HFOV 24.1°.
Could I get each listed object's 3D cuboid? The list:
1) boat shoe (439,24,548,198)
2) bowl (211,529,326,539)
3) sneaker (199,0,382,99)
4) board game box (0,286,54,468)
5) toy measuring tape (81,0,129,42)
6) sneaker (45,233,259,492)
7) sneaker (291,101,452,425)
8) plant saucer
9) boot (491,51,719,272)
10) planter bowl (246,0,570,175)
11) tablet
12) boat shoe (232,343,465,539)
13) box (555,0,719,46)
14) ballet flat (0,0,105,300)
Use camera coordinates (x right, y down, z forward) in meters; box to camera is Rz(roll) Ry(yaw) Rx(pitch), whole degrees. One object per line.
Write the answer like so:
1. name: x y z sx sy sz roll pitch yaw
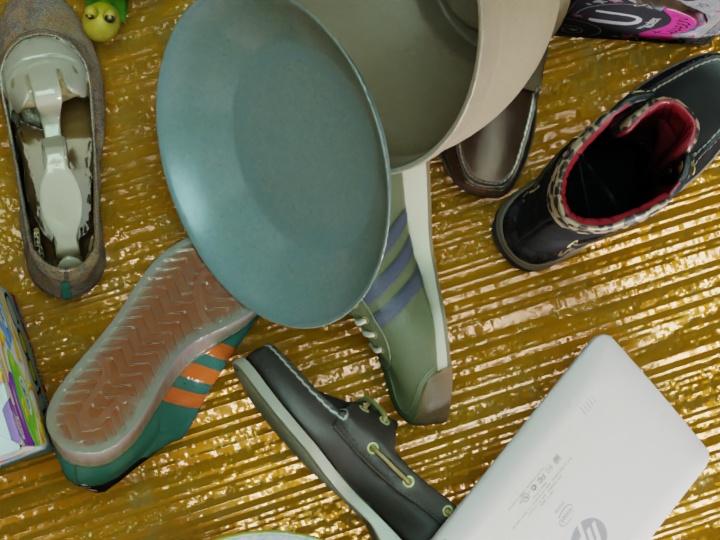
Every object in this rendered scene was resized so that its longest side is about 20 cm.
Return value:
1. boat shoe: 0.086 -0.148 1.074 0.075 0.072 0.202 4 84 -5
2. bowl: -0.059 0.252 1.001 0.198 0.108 0.202 1 84 -6
3. sneaker: -0.082 -0.160 1.056 0.111 0.077 0.201 -38 95 -17
4. board game box: -0.242 0.068 0.955 0.104 0.200 0.104 -18 86 -6
5. toy measuring tape: -0.151 -0.245 1.063 0.073 0.074 0.202 8 84 -5
6. sneaker: -0.119 0.053 1.042 0.071 0.080 0.200 34 62 16
7. sneaker: 0.000 0.000 1.042 0.089 0.067 0.202 -7 93 -16
8. plant saucer: -0.042 -0.068 0.972 0.039 0.201 0.202 -21 85 -40
9. boot: 0.176 -0.076 1.036 0.199 0.151 0.073 -34 88 -8
10. planter bowl: 0.039 -0.169 0.972 0.134 0.200 0.202 -22 86 -40
11. tablet: 0.127 0.153 1.045 0.200 0.014 0.130 -49 116 -12
12. boat shoe: 0.003 0.117 1.042 0.061 0.072 0.201 -42 97 -9
13. box: 0.187 -0.224 1.027 0.114 0.200 0.134 4 83 -4
14. ballet flat: -0.188 -0.084 1.044 0.067 0.067 0.202 -10 85 -7
